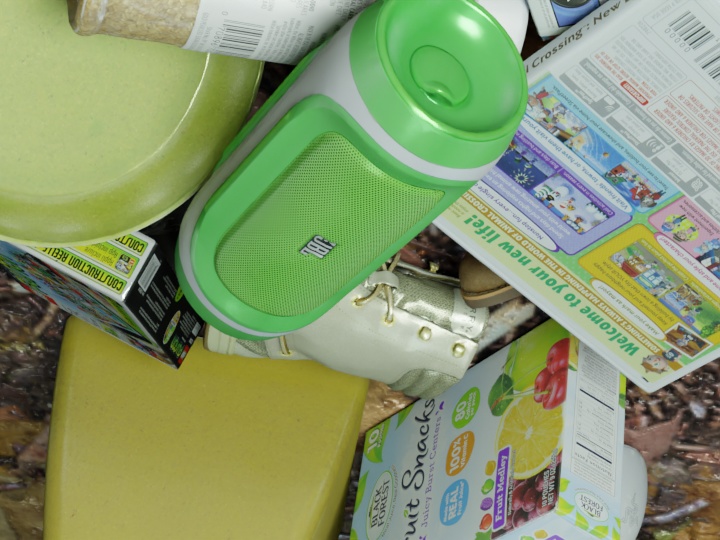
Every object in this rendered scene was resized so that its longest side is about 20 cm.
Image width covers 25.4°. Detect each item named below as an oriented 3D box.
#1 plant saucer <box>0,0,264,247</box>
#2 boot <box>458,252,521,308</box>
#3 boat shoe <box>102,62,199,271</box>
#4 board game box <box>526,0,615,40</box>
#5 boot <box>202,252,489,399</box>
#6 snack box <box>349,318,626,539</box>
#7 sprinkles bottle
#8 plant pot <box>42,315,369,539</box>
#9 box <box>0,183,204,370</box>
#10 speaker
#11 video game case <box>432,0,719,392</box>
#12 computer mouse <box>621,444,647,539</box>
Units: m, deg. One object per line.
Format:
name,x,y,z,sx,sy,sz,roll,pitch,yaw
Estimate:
plant saucer,-0.138,-0.112,0.728,0.200,0.201,0.031,39,171,-29
boot,0.113,-0.049,0.816,0.076,0.074,0.200,47,128,-9
boat shoe,-0.120,-0.052,0.854,0.071,0.066,0.202,4,140,5
board game box,0.140,-0.199,0.630,0.194,0.056,0.201,-7,137,20
boot,0.000,0.000,0.884,0.153,0.073,0.200,16,145,-4
snack box,0.072,0.128,0.959,0.053,0.143,0.200,32,136,-23
sprinkles bottle,-0.027,-0.124,0.708,0.198,0.069,0.068,6,143,-18
plant pot,-0.114,0.174,1.031,0.198,0.177,0.201,11,141,1
box,-0.149,-0.002,0.856,0.109,0.035,0.200,27,169,7
speaker,-0.011,-0.041,0.706,0.088,0.089,0.200,27,143,-17
video game case,0.143,-0.035,0.748,0.200,0.022,0.182,36,129,-27
computer mouse,0.117,0.196,1.017,0.200,0.044,0.110,-49,129,2
